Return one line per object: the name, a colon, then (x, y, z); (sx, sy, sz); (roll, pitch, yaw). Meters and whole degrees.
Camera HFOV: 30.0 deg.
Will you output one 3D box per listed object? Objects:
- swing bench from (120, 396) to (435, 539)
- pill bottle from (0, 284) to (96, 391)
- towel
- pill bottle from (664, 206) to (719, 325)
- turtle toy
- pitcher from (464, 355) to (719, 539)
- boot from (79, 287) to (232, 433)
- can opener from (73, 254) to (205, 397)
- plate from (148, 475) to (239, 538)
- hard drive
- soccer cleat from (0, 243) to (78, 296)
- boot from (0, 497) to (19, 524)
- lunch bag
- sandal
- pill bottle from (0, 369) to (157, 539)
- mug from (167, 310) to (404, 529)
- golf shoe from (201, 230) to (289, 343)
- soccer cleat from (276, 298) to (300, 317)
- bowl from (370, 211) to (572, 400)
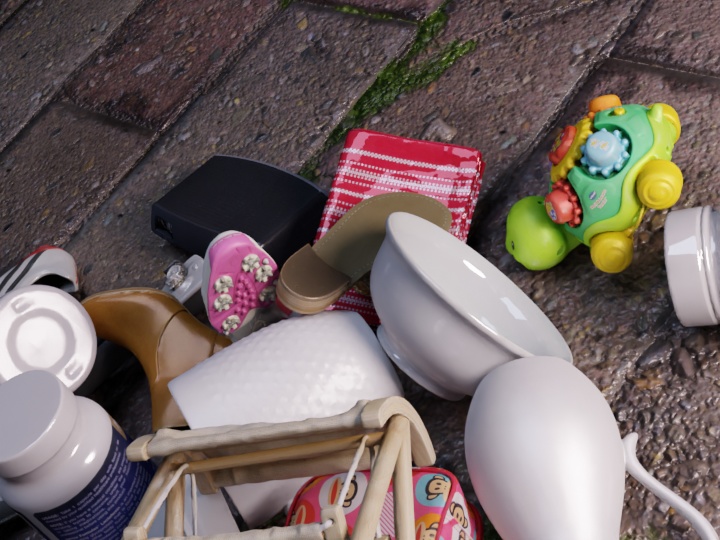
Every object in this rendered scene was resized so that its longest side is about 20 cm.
swing bench: (-0.063, 0.180, 0.954); (0.198, 0.130, 0.201); (-11, 43, 17)
pill bottle: (-0.347, 0.085, 1.351); (0.114, 0.113, 0.200); (-57, 18, -25)
towel: (0.030, -0.038, 1.292); (0.144, 0.023, 0.201); (12, 70, 11)
pill bottle: (0.351, -0.015, 1.069); (0.199, 0.114, 0.114); (-9, 47, 24)
turtle toy: (0.207, -0.073, 1.203); (0.200, 0.101, 0.146); (-58, 8, 33)
pitcher: (0.173, 0.167, 1.031); (0.170, 0.122, 0.201); (-9, 55, -3)
boot: (-0.190, 0.095, 1.296); (0.200, 0.071, 0.145); (5, 51, 4)
can opener: (-0.225, 0.060, 1.398); (0.200, 0.066, 0.053); (-39, 38, 6)
plate: (-0.155, 0.274, 1.093); (0.201, 0.032, 0.200); (-61, 35, 20)
hard drive: (-0.129, -0.066, 1.452); (0.199, 0.042, 0.135); (21, 52, 42)
soccer cleat: (-0.404, 0.046, 1.508); (0.199, 0.069, 0.085); (-34, 38, -9)
boot: (-0.373, 0.193, 1.349); (0.200, 0.073, 0.182); (-39, 55, 2)
lunch bag: (-0.006, 0.249, 1.025); (0.175, 0.082, 0.201); (-6, 49, 27)
sandal: (-0.004, -0.004, 1.233); (0.078, 0.070, 0.211); (40, 46, 20)
pill bottle: (-0.250, 0.183, 1.189); (0.115, 0.200, 0.116); (-16, 45, 17)
mug: (-0.044, 0.138, 1.169); (0.175, 0.148, 0.201); (-30, 72, -8)
golf shoe: (-0.114, 0.017, 1.217); (0.075, 0.200, 0.092); (-31, 60, -12)
soccer cleat: (-0.003, -0.001, 1.327); (0.200, 0.067, 0.077); (-34, 77, -13)
bowl: (0.078, 0.047, 1.152); (0.091, 0.201, 0.201); (-52, 40, 15)
